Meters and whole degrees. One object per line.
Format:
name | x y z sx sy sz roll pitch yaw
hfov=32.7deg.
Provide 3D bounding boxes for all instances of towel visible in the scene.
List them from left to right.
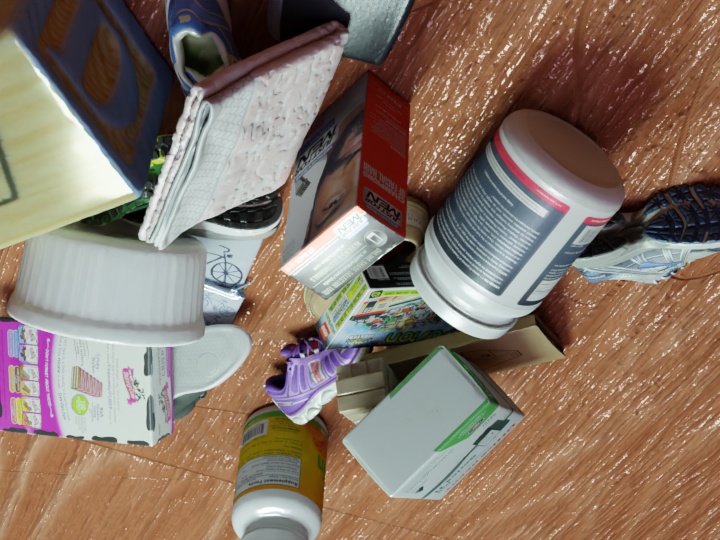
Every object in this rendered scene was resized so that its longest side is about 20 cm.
towel | -0.103 -0.119 1.105 0.032 0.191 0.200 43 136 13

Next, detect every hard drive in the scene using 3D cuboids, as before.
hard drive | -0.006 -0.275 1.081 0.134 0.042 0.201 13 134 -9

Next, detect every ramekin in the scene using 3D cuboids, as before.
ramekin | -0.250 0.006 1.241 0.199 0.200 0.098 9 98 -6

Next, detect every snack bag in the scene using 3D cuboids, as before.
snack bag | -0.215 0.000 1.376 0.188 0.021 0.200 18 132 -13

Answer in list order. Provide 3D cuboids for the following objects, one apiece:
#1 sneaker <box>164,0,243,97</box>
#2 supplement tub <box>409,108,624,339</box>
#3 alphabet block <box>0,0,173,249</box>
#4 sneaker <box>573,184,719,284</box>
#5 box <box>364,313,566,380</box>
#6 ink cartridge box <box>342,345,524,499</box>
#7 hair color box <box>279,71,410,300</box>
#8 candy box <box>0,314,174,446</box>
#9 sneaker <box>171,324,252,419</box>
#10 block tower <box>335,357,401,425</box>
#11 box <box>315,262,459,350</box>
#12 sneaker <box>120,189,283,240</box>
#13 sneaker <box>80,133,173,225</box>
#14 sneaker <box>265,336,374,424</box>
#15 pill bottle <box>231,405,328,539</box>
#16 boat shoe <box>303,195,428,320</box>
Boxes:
sneaker | -0.143 -0.180 1.157 0.075 0.077 0.201 -9 136 10
supplement tub | 0.152 -0.045 1.211 0.140 0.141 0.200 24 122 -20
alphabet block | -0.314 -0.160 1.107 0.199 0.196 0.197 -17 129 20
sneaker | 0.316 -0.030 1.292 0.199 0.077 0.085 -8 144 21
box | 0.122 0.098 1.401 0.199 0.021 0.163 -14 161 17
ink cartridge box | 0.085 0.169 1.317 0.147 0.083 0.200 -45 160 6
hair color box | -0.012 -0.083 1.158 0.064 0.201 0.111 33 127 -26
candy box | -0.315 0.120 1.402 0.199 0.061 0.137 4 100 18
sneaker | -0.198 0.120 1.453 0.200 0.099 0.071 -34 81 18
block tower | 0.020 0.147 1.378 0.057 0.054 0.200 -10 162 8
box | 0.061 0.036 1.326 0.199 0.035 0.110 -2 143 -35
sneaker | -0.178 -0.065 1.278 0.199 0.074 0.079 11 163 2
sneaker | -0.215 -0.092 1.211 0.199 0.085 0.079 -4 100 30
sneaker | -0.046 0.103 1.433 0.083 0.081 0.200 39 121 -8
pill bottle | -0.100 0.276 1.512 0.110 0.201 0.111 2 135 2
boat shoe | 0.000 0.000 1.331 0.074 0.067 0.200 25 130 -20
